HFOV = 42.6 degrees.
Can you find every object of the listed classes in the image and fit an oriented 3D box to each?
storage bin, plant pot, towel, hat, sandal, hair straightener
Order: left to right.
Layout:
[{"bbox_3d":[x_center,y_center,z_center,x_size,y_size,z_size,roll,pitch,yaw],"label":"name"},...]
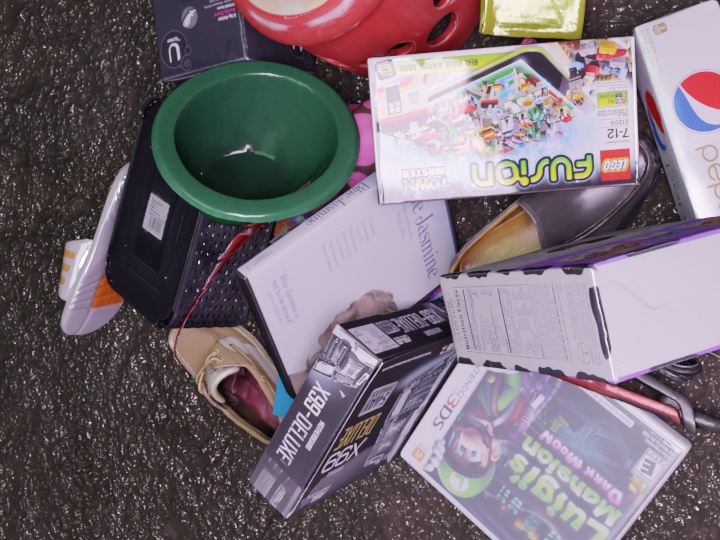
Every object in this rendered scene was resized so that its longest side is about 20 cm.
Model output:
[{"bbox_3d":[-0.286,-0.030,1.022,0.059,0.079,0.209,26,98,27],"label":"sandal"},{"bbox_3d":[-0.165,-0.055,0.918,0.135,0.093,0.202,31,108,39],"label":"storage bin"},{"bbox_3d":[-0.106,-0.061,0.824,0.167,0.198,0.177,58,156,25],"label":"hat"},{"bbox_3d":[-0.005,-0.274,0.775,0.198,0.182,0.203,1,93,28],"label":"plant pot"},{"bbox_3d":[0.139,-0.283,0.712,0.085,0.018,0.203,7,110,13],"label":"towel"},{"bbox_3d":[0.216,0.068,0.740,0.198,0.041,0.078,21,83,25],"label":"hair straightener"}]

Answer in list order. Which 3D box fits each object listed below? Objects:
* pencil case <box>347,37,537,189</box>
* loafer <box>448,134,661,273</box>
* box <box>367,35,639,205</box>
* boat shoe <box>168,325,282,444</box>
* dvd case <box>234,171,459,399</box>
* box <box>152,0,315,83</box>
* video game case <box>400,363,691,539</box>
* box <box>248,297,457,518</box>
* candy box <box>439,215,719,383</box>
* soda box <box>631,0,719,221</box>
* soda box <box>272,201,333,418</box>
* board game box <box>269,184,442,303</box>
[{"bbox_3d":[0.072,-0.135,0.795,0.198,0.094,0.092,-12,113,27],"label":"pencil case"},{"bbox_3d":[0.157,-0.039,0.760,0.200,0.072,0.073,-42,73,25],"label":"loafer"},{"bbox_3d":[0.107,-0.112,0.699,0.197,0.035,0.112,-5,96,1],"label":"box"},{"bbox_3d":[-0.129,0.108,0.941,0.199,0.066,0.075,31,108,25],"label":"boat shoe"},{"bbox_3d":[0.000,0.000,0.761,0.017,0.199,0.144,32,151,43],"label":"dvd case"},{"bbox_3d":[-0.125,-0.282,0.875,0.105,0.122,0.203,-6,90,30],"label":"box"},{"bbox_3d":[0.152,0.157,0.807,0.199,0.023,0.183,39,112,22],"label":"video game case"},{"bbox_3d":[0.009,0.109,0.783,0.050,0.199,0.159,37,110,21],"label":"box"},{"bbox_3d":[0.173,0.015,0.630,0.200,0.166,0.073,173,83,-69],"label":"candy box"},{"bbox_3d":[0.261,-0.090,0.690,0.063,0.068,0.203,-18,85,10],"label":"soda box"},{"bbox_3d":[-0.025,0.046,0.844,0.067,0.064,0.202,19,115,19],"label":"soda box"},{"bbox_3d":[-0.011,-0.015,0.877,0.199,0.039,0.159,-35,77,28],"label":"board game box"}]
